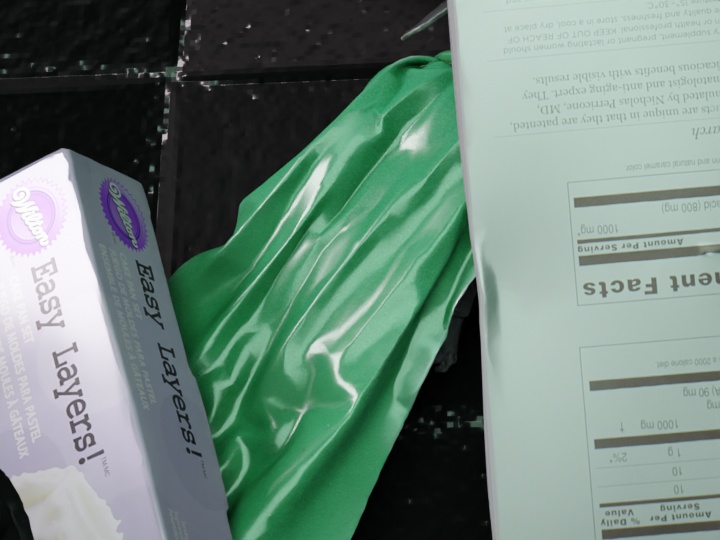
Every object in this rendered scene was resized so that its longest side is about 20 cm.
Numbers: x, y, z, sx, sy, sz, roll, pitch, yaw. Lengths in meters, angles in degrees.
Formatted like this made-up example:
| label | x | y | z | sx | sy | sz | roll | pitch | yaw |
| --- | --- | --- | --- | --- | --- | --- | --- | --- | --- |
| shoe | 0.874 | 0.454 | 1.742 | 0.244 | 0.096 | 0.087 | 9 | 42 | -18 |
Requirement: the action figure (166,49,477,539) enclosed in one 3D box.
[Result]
| label | x | y | z | sx | sy | sz | roll | pitch | yaw |
| --- | --- | --- | --- | --- | --- | --- | --- | --- | --- |
| action figure | 0.000 | 0.000 | 0.937 | 0.118 | 0.055 | 0.200 | 33 | 83 | 22 |

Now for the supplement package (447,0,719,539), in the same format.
| label | x | y | z | sx | sy | sz | roll | pitch | yaw |
| --- | --- | --- | --- | --- | --- | --- | --- | --- | --- |
| supplement package | 0.086 | -0.006 | 0.856 | 0.109 | 0.114 | 0.200 | -5 | 91 | 3 |

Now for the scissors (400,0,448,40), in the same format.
| label | x | y | z | sx | sy | sz | roll | pitch | yaw |
| --- | --- | --- | --- | --- | --- | --- | --- | --- | --- |
| scissors | 0.096 | -0.140 | 0.943 | 0.200 | 0.014 | 0.073 | -29 | 39 | 16 |

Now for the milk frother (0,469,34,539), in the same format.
| label | x | y | z | sx | sy | sz | roll | pitch | yaw |
| --- | --- | --- | --- | --- | --- | --- | --- | --- | --- |
| milk frother | -0.212 | 0.053 | 0.814 | 0.188 | 0.180 | 0.200 | 8 | 96 | 29 |

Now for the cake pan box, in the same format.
| label | x | y | z | sx | sy | sz | roll | pitch | yaw |
| --- | --- | --- | --- | --- | --- | --- | --- | --- | --- |
| cake pan box | -0.133 | 0.081 | 0.910 | 0.184 | 0.052 | 0.200 | -23 | 65 | 18 |
